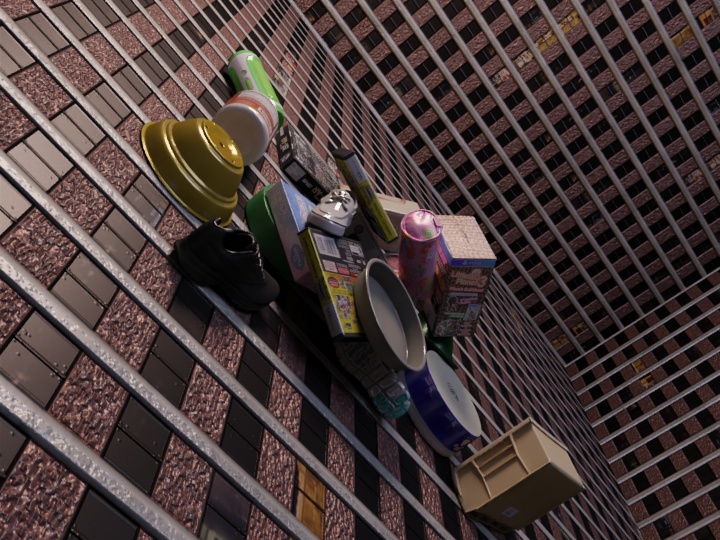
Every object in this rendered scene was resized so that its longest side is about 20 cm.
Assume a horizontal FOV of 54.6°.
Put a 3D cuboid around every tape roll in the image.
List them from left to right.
[{"bbox_3d":[-0.128,-0.061,1.280,0.201,0.048,0.202,49,19,-22],"label":"tape roll"}]

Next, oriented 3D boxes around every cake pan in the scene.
[{"bbox_3d":[0.049,0.080,1.176,0.201,0.036,0.203,51,25,-34],"label":"cake pan"}]

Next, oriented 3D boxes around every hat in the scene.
[{"bbox_3d":[0.188,0.098,1.569,0.199,0.177,0.166,26,-16,50],"label":"hat"}]

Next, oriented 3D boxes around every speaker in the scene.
[{"bbox_3d":[-0.237,-0.402,1.572,0.088,0.088,0.203,29,30,-56],"label":"speaker"}]

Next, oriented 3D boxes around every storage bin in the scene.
[{"bbox_3d":[0.306,0.407,1.354,0.199,0.197,0.095,38,20,-44],"label":"storage bin"}]

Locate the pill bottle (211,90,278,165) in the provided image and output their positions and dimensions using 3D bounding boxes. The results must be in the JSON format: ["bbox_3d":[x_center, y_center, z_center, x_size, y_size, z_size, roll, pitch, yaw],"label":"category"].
[{"bbox_3d":[-0.218,-0.281,1.342,0.113,0.111,0.201,49,17,-18],"label":"pill bottle"}]

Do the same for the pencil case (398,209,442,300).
[{"bbox_3d":[0.116,-0.025,1.377,0.202,0.085,0.089,88,-17,-50],"label":"pencil case"}]

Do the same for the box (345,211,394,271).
[{"bbox_3d":[0.000,0.000,1.401,0.202,0.115,0.060,59,-2,18],"label":"box"}]

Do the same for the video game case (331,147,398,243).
[{"bbox_3d":[0.005,-0.152,1.373,0.183,0.025,0.200,61,-2,-14],"label":"video game case"}]

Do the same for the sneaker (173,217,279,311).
[{"bbox_3d":[-0.168,-0.007,0.985,0.199,0.090,0.077,34,23,-54],"label":"sneaker"}]

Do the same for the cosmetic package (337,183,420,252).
[{"bbox_3d":[0.033,-0.117,1.599,0.195,0.105,0.088,13,29,-15],"label":"cosmetic package"}]

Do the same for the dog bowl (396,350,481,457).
[{"bbox_3d":[0.160,0.268,1.419,0.201,0.078,0.201,49,17,-21],"label":"dog bowl"}]

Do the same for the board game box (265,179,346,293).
[{"bbox_3d":[-0.071,-0.036,1.237,0.198,0.043,0.203,33,29,-51],"label":"board game box"}]

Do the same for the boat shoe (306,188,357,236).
[{"bbox_3d":[-0.040,-0.108,1.224,0.071,0.067,0.200,26,13,8],"label":"boat shoe"}]

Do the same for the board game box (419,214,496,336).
[{"bbox_3d":[0.197,0.012,1.481,0.094,0.204,0.161,1,36,-13],"label":"board game box"}]

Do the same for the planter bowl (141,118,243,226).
[{"bbox_3d":[-0.245,-0.177,1.106,0.201,0.083,0.202,49,18,-21],"label":"planter bowl"}]

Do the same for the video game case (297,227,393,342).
[{"bbox_3d":[-0.021,0.029,1.156,0.199,0.025,0.184,12,56,-64],"label":"video game case"}]

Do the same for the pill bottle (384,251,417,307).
[{"bbox_3d":[0.073,0.030,1.570,0.114,0.112,0.201,50,17,-15],"label":"pill bottle"}]

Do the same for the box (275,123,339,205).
[{"bbox_3d":[-0.117,-0.232,1.658,0.200,0.043,0.162,44,20,-36],"label":"box"}]

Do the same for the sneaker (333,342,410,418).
[{"bbox_3d":[0.015,0.169,1.240,0.203,0.077,0.091,60,0,4],"label":"sneaker"}]
